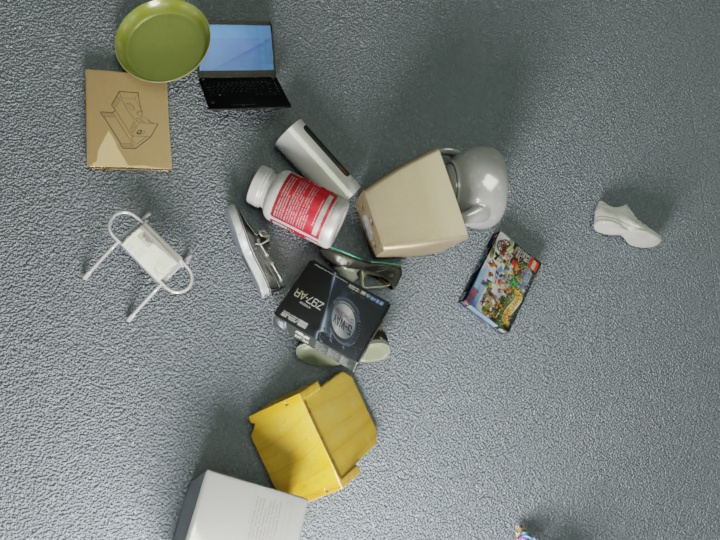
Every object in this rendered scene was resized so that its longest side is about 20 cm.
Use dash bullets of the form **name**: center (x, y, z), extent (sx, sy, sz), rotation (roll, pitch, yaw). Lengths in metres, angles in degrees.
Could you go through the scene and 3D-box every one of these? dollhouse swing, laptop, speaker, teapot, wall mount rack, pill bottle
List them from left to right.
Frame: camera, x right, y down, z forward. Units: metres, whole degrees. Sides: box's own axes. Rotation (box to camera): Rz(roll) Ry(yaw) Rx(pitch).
- **wall mount rack**: center (-0.428, -0.009, 1.287), extent (0.200, 0.074, 0.174), rotation (45, 65, -8)
- **laptop**: center (-0.250, -0.434, 1.403), extent (0.174, 0.104, 0.201), rotation (-7, 46, -21)
- **pill bottle**: center (-0.131, -0.137, 1.385), extent (0.198, 0.112, 0.113), rotation (26, 72, 1)
- **dollhouse swing**: center (-0.091, 0.334, 1.371), extent (0.180, 0.176, 0.202), rotation (-26, 91, 19)
- **speaker**: center (-0.091, -0.226, 1.444), extent (0.200, 0.081, 0.081), rotation (47, 69, -6)
- **teapot**: center (0.239, -0.192, 1.515), extent (0.143, 0.200, 0.201), rotation (-1, 92, -10)

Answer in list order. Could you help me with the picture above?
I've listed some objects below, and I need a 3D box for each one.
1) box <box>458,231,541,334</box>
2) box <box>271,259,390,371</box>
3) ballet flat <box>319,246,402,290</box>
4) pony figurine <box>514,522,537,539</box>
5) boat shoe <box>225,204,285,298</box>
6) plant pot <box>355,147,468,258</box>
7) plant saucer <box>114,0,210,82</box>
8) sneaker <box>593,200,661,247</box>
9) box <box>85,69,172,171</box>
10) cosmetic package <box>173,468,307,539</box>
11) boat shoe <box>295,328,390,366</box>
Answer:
- **box**: center (0.333, 0.028, 1.582), extent (0.136, 0.038, 0.202), rotation (34, 71, -12)
- **box**: center (-0.059, 0.089, 1.370), extent (0.198, 0.044, 0.161), rotation (29, 57, 7)
- **ballet flat**: center (0.000, 0.000, 1.448), extent (0.197, 0.068, 0.070), rotation (14, 84, -17)
- **pony figurine**: center (0.407, 0.676, 1.453), extent (0.199, 0.167, 0.194), rotation (36, 38, -8)
- **boat shoe**: center (-0.214, -0.047, 1.368), extent (0.067, 0.074, 0.202), rotation (-25, 90, -18)
- **plant pot**: center (0.096, -0.123, 1.444), extent (0.174, 0.200, 0.203), rotation (-18, 87, -11)
- **plant saucer**: center (-0.402, -0.466, 1.367), extent (0.196, 0.031, 0.204), rotation (0, 73, 0)
- **sneaker**: center (0.701, -0.126, 1.735), extent (0.197, 0.075, 0.090), rotation (19, 63, -15)
- **box**: center (-0.469, -0.302, 1.346), extent (0.161, 0.021, 0.204), rotation (-1, 80, -22)
- **cosmetic package**: center (-0.225, 0.480, 1.205), extent (0.197, 0.167, 0.169), rotation (21, 60, -15)
- **boat shoe**: center (-0.039, 0.156, 1.408), extent (0.197, 0.073, 0.061), rotation (0, 39, -9)
